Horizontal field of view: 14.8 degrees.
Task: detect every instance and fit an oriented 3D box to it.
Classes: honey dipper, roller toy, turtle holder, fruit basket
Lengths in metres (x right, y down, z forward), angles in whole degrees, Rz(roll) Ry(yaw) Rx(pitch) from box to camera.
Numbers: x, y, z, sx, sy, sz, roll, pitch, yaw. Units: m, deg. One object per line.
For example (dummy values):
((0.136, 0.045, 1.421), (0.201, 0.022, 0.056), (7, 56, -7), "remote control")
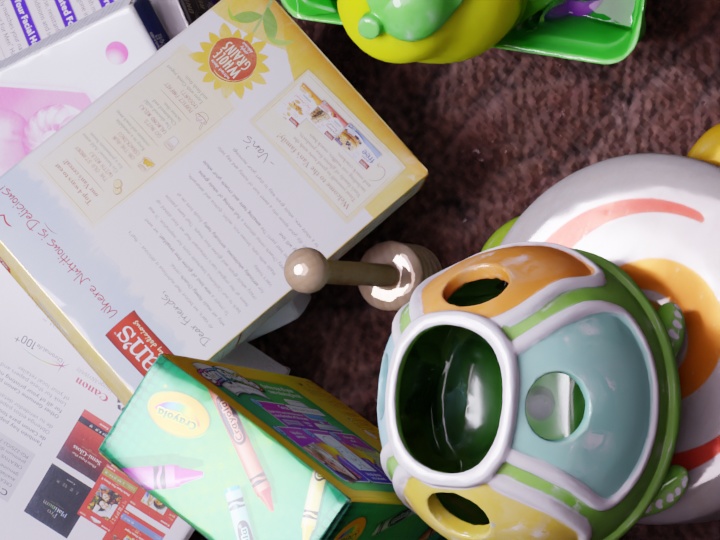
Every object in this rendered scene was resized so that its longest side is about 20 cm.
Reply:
((0.000, 0.000, 1.420), (0.038, 0.200, 0.038), (-1, 87, 16), "honey dipper")
((0.157, 0.035, 1.391), (0.199, 0.140, 0.183), (-21, 79, 17), "roller toy")
((0.064, 0.078, 1.286), (0.141, 0.132, 0.186), (32, 103, 28), "turtle holder")
((0.051, -0.175, 1.416), (0.215, 0.215, 0.156), (10, 90, 21), "fruit basket")

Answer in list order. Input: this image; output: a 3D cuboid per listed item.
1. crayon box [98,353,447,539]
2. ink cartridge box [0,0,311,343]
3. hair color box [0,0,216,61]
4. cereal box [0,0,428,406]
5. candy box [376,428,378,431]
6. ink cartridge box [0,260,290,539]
((-0.030, 0.102, 1.347), (0.119, 0.200, 0.058), (36, 97, 20), "crayon box")
((-0.159, -0.023, 1.528), (0.199, 0.043, 0.197), (-26, 103, 16), "ink cartridge box")
((-0.180, -0.122, 1.571), (0.199, 0.065, 0.110), (-27, 78, 19), "hair color box")
((-0.085, -0.038, 1.438), (0.200, 0.040, 0.144), (-40, 84, -16), "cereal box")
((0.047, 0.179, 1.459), (0.167, 0.071, 0.201), (-32, 76, 16), "candy box")
((-0.171, 0.081, 1.500), (0.200, 0.084, 0.176), (33, 111, -1), "ink cartridge box")
